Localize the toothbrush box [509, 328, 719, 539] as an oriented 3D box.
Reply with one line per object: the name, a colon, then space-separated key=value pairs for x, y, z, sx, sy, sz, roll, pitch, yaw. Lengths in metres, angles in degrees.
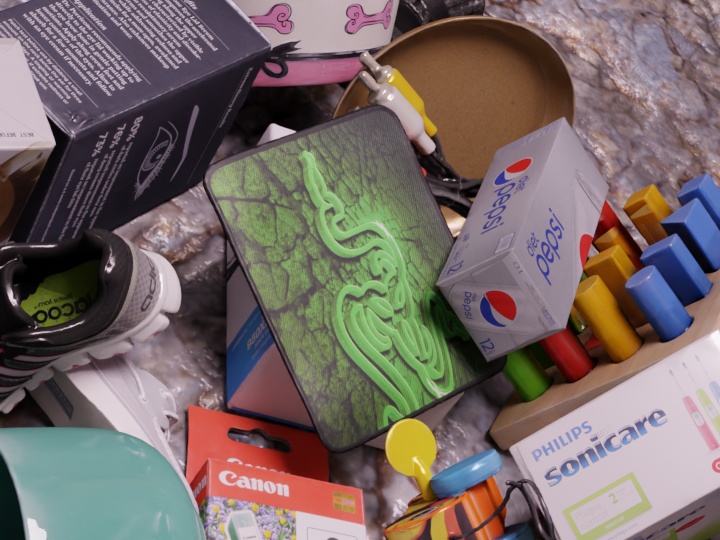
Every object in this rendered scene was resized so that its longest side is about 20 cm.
toothbrush box: x=0.187 y=0.131 z=0.950 sx=0.144 sy=0.200 sz=0.087 roll=-29 pitch=68 yaw=3

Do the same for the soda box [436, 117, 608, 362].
soda box: x=0.116 y=-0.026 z=1.025 sx=0.069 sy=0.063 sz=0.201 roll=55 pitch=31 yaw=-16

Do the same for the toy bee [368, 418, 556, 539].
toy bee: x=0.047 y=0.153 z=0.919 sx=0.107 sy=0.200 sz=0.132 roll=-23 pitch=66 yaw=-4

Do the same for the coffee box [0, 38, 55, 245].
coffee box: x=-0.263 y=-0.037 z=0.841 sx=0.112 sy=0.200 sz=0.081 roll=-5 pitch=58 yaw=-36

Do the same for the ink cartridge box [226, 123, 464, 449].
ink cartridge box: x=-0.015 y=0.011 z=1.045 sx=0.143 sy=0.084 sz=0.202 roll=17 pitch=45 yaw=-23

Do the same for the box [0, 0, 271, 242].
box: x=-0.177 y=-0.107 z=0.999 sx=0.104 sy=0.148 sz=0.199 roll=44 pitch=42 yaw=11

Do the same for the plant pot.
plant pot: x=0.066 y=-0.109 z=1.125 sx=0.198 sy=0.201 sz=0.028 roll=9 pitch=36 yaw=-26

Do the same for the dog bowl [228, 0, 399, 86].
dog bowl: x=-0.065 y=-0.186 z=1.130 sx=0.197 sy=0.075 sz=0.200 roll=-1 pitch=14 yaw=0

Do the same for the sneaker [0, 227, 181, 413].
sneaker: x=-0.204 y=0.031 z=0.844 sx=0.198 sy=0.088 sz=0.074 roll=-24 pitch=63 yaw=0

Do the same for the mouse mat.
mouse mat: x=0.000 y=0.000 z=0.966 sx=0.160 sy=0.008 sz=0.202 roll=-23 pitch=87 yaw=-32

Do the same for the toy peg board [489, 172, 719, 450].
toy peg board: x=0.180 y=0.006 z=1.076 sx=0.098 sy=0.198 sz=0.200 roll=51 pitch=41 yaw=-10

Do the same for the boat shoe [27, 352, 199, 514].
boat shoe: x=-0.149 y=0.084 z=0.912 sx=0.068 sy=0.073 sz=0.200 roll=-21 pitch=56 yaw=-40

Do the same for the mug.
mug: x=-0.153 y=0.147 z=0.785 sx=0.113 sy=0.152 sz=0.187 roll=4 pitch=50 yaw=-34

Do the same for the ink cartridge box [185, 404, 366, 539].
ink cartridge box: x=-0.053 y=0.165 z=0.909 sx=0.108 sy=0.050 sz=0.202 roll=15 pitch=47 yaw=-22

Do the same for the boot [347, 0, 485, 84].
boot: x=0.056 y=-0.195 z=1.277 sx=0.157 sy=0.080 sz=0.212 roll=-19 pitch=64 yaw=-42

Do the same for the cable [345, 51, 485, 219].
cable: x=0.061 y=-0.068 z=1.066 sx=0.199 sy=0.050 sz=0.098 roll=32 pitch=49 yaw=-27

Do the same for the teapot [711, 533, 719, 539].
teapot: x=0.294 y=0.117 z=1.113 sx=0.194 sy=0.146 sz=0.203 roll=-2 pitch=73 yaw=13
